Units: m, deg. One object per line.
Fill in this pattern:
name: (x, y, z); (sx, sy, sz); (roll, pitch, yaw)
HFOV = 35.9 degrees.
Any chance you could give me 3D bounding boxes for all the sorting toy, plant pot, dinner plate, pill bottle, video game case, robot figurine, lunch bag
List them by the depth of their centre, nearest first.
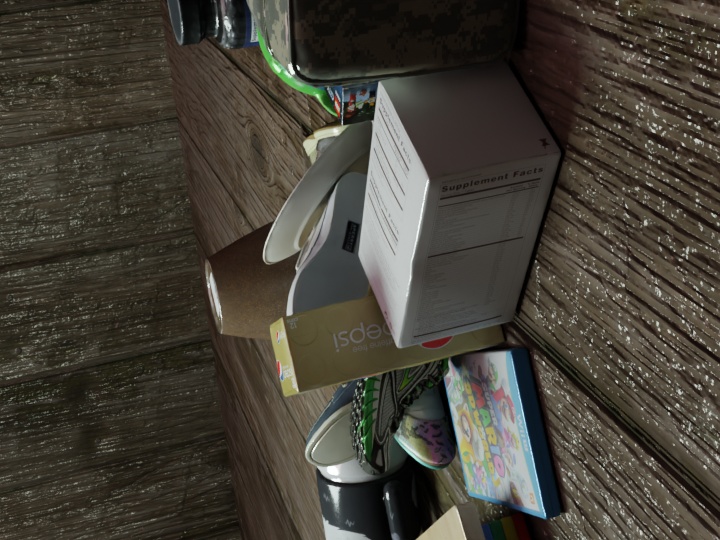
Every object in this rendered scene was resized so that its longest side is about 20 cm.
lunch bag: (0.004, -0.235, 0.845); (0.168, 0.197, 0.141); (-127, 30, -56)
video game case: (0.125, 0.147, 1.033); (0.200, 0.018, 0.146); (158, 101, -75)
sorting toy: (0.128, 0.334, 1.062); (0.199, 0.068, 0.203); (112, 144, -65)
dinner plate: (-0.032, -0.082, 1.169); (0.024, 0.200, 0.201); (39, 155, 9)
pill bottle: (-0.109, -0.306, 1.221); (0.112, 0.197, 0.114); (168, 90, -75)
robot figurine: (0.012, 0.276, 1.369); (0.125, 0.148, 0.203); (-35, -60, -59)
plant pot: (-0.089, 0.011, 1.388); (0.187, 0.197, 0.190); (169, 90, -75)

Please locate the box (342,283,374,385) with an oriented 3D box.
box: (0.000, 0.000, 1.145); (0.164, 0.021, 0.203); (-132, 64, -73)

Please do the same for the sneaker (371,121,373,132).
sneaker: (0.050, -0.112, 1.005); (0.075, 0.080, 0.203); (-136, 36, -62)

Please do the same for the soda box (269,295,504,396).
soda box: (0.023, 0.056, 0.992); (0.064, 0.197, 0.069); (149, 108, -72)

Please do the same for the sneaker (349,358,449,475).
sneaker: (0.042, 0.099, 1.059); (0.078, 0.084, 0.203); (109, 179, -66)

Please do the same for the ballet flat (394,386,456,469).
ballet flat: (0.054, 0.138, 1.225); (0.200, 0.068, 0.072); (-128, 49, -61)

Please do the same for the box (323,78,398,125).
box: (0.018, -0.209, 0.934); (0.038, 0.134, 0.202); (94, 159, -47)

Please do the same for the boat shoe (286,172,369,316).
boat shoe: (-0.031, -0.001, 1.083); (0.070, 0.070, 0.202); (-49, 23, 53)

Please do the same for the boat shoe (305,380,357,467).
boat shoe: (0.010, 0.123, 1.169); (0.201, 0.074, 0.062); (-50, 40, 17)

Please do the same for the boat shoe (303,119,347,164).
boat shoe: (-0.018, -0.139, 1.279); (0.200, 0.072, 0.066); (180, 70, -81)

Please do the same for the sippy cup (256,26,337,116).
sippy cup: (-0.020, -0.254, 1.086); (0.178, 0.140, 0.130); (46, 157, -11)

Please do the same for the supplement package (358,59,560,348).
supplement package: (0.072, -0.051, 0.895); (0.202, 0.112, 0.110); (98, 155, -49)
